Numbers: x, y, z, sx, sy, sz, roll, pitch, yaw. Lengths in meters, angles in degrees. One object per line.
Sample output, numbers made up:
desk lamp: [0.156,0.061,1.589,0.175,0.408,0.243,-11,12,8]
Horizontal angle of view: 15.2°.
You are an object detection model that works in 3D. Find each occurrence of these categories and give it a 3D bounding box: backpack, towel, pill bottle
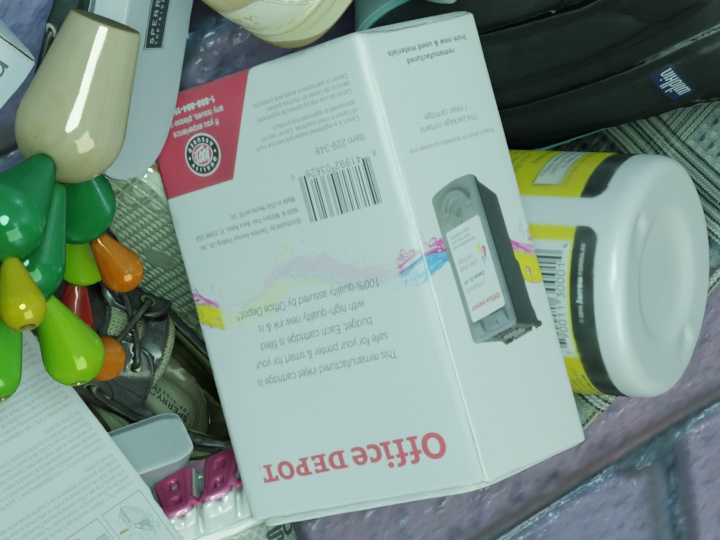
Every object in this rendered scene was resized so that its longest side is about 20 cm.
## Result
backpack: [0.093,-0.144,1.265,0.199,0.154,0.176,-24,148,22]
towel: [0.130,-0.022,1.392,0.034,0.200,0.193,34,101,-31]
pill bottle: [0.056,-0.002,1.293,0.114,0.199,0.115,-12,104,-60]

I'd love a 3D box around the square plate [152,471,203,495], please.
square plate: [-0.148,0.176,1.375,0.197,0.029,0.200,-25,161,-5]

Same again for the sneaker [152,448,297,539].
sneaker: [-0.112,0.161,1.261,0.199,0.074,0.088,-25,106,-10]

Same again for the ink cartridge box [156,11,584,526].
ink cartridge box: [0.000,0.000,1.201,0.085,0.147,0.201,-19,95,-47]

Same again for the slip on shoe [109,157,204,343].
slip on shoe: [-0.079,-0.014,1.318,0.061,0.074,0.200,-62,153,-26]

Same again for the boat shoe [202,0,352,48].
boat shoe: [-0.001,-0.188,1.099,0.064,0.071,0.201,25,93,-55]

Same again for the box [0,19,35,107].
box: [-0.263,-0.069,1.084,0.200,0.097,0.176,-49,142,6]

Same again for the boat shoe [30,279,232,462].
boat shoe: [-0.116,0.034,1.304,0.200,0.065,0.074,39,54,-49]

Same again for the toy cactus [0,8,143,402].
toy cactus: [-0.137,-0.027,1.109,0.200,0.102,0.166,-1,113,-68]

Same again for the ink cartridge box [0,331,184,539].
ink cartridge box: [-0.161,0.107,1.161,0.050,0.200,0.162,-36,177,30]

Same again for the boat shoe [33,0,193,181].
boat shoe: [-0.104,-0.141,1.179,0.069,0.056,0.201,2,105,-56]

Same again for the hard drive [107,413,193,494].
hard drive: [-0.161,0.138,1.343,0.131,0.027,0.200,-19,161,-21]

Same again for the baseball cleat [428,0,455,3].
baseball cleat: [0.072,-0.202,1.150,0.070,0.106,0.201,27,88,-42]
